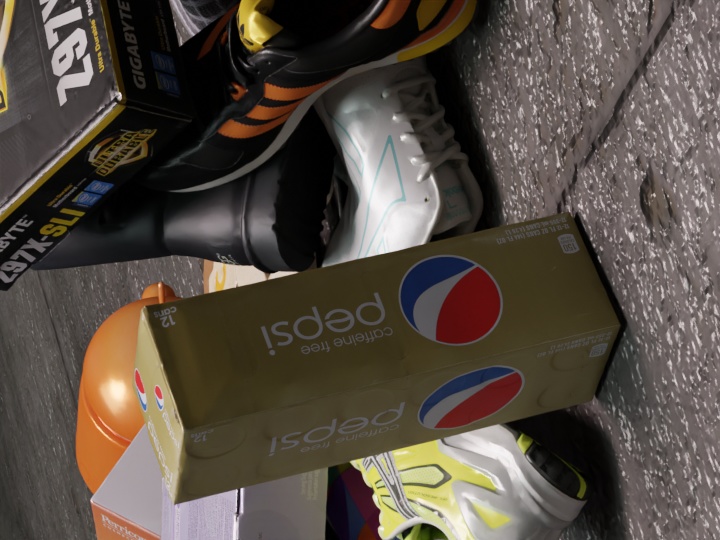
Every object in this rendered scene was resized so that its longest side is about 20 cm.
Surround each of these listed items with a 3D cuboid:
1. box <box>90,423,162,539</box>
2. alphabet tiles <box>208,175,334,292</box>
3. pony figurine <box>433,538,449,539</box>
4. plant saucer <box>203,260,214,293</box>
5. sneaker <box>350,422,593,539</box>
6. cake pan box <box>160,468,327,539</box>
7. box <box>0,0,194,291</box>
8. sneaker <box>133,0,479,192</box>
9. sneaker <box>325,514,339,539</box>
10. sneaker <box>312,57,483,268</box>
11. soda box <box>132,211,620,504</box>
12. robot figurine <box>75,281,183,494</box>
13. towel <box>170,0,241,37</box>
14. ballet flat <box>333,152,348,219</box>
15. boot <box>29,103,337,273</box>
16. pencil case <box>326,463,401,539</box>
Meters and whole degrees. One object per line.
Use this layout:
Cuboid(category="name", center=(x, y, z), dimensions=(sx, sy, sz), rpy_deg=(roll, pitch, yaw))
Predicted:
Cuboid(category="box", center=(-0.075, 0.177, 1.526), dimensions=(0.124, 0.098, 0.201), rpy_deg=(24, 148, 18))
Cuboid(category="alphabet tiles", center=(-0.051, -0.059, 1.451), dimensions=(0.196, 0.014, 0.201), rpy_deg=(134, 136, -58))
Cuboid(category="pony figurine", center=(0.067, 0.238, 1.123), dimensions=(0.167, 0.193, 0.200), rpy_deg=(-48, 31, 16))
Cuboid(category="plant saucer", center=(-0.055, 0.062, 1.564), dimensions=(0.200, 0.032, 0.202), rpy_deg=(163, 90, -76))
Cuboid(category="sneaker", center=(0.025, 0.091, 1.218), dimensions=(0.077, 0.075, 0.200), rpy_deg=(-58, 31, -4))
Cuboid(category="cake pan box", center=(-0.063, 0.138, 1.317), dimensions=(0.184, 0.052, 0.202), rpy_deg=(-172, 84, -76))
Cuboid(category="box", center=(-0.160, -0.117, 1.243), dimensions=(0.159, 0.049, 0.201), rpy_deg=(-36, 54, 36))
Cuboid(category="sneaker", center=(-0.045, -0.103, 1.180), dimensions=(0.090, 0.199, 0.070), rpy_deg=(9, -125, -62))
Cuboid(category="sneaker", center=(0.010, 0.200, 1.389), dimensions=(0.070, 0.082, 0.201), rpy_deg=(-19, 87, 39))
Cuboid(category="sneaker", center=(0.024, -0.056, 1.242), dimensions=(0.080, 0.070, 0.202), rpy_deg=(8, 108, 48))
Cuboid(category="soda box", center=(0.005, 0.037, 1.109), dimensions=(0.068, 0.199, 0.064), rpy_deg=(103, 149, -56))
Cuboid(category="robot figurine", center=(-0.136, 0.097, 1.769), dimensions=(0.116, 0.144, 0.201), rpy_deg=(30, 147, 12))
Cuboid(category="towel", center=(-0.107, -0.223, 1.380), dimensions=(0.166, 0.085, 0.201), rpy_deg=(54, -174, -48))
Cuboid(category="ballet flat", center=(0.000, 0.000, 1.348), dimensions=(0.067, 0.056, 0.201), rpy_deg=(-123, 28, -51))
Cuboid(category="boot", center=(-0.091, -0.093, 1.299), dimensions=(0.076, 0.167, 0.202), rpy_deg=(39, -122, -60))
Cuboid(category="pencil case", center=(0.032, 0.135, 1.303), dimensions=(0.089, 0.088, 0.201), rpy_deg=(95, 155, -45))
